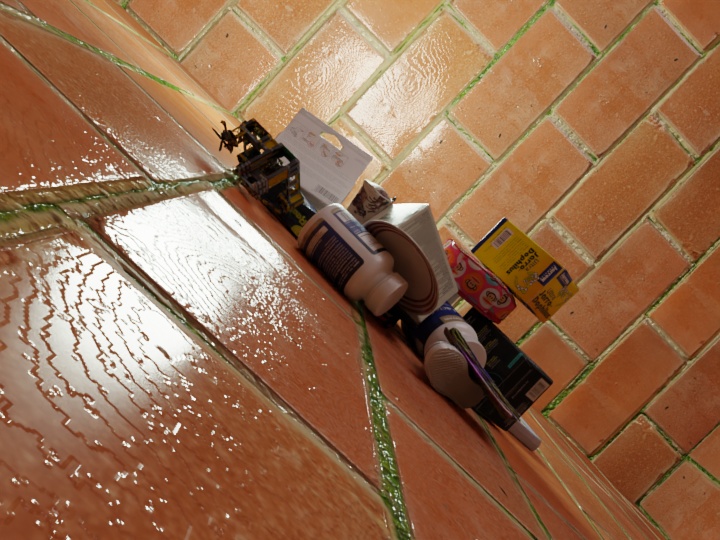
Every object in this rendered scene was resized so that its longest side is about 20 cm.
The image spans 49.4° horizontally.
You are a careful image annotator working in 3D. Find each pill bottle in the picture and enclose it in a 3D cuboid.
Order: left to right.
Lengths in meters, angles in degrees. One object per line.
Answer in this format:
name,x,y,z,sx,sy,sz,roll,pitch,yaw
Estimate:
pill bottle,-0.011,-0.016,1.404,0.200,0.111,0.111,46,5,17
pill bottle,0.166,0.136,1.570,0.116,0.116,0.200,42,5,-30

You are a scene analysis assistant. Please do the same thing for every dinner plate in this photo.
dinner plate,0.073,-0.007,1.426,0.200,0.024,0.200,38,-34,31

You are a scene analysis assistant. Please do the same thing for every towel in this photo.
towel,0.212,0.183,1.383,0.200,0.023,0.144,55,-1,10

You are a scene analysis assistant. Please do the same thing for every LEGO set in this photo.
LEGO set,-0.203,-0.183,1.470,0.200,0.116,0.154,49,-24,15

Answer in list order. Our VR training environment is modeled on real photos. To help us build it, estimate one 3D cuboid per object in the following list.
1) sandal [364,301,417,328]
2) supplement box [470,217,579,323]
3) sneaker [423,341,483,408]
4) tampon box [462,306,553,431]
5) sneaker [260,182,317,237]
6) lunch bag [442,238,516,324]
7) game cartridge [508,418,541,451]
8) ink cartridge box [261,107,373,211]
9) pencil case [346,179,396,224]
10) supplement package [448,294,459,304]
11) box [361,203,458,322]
sandal,0.037,0.076,1.497,0.200,0.045,0.075,27,-16,49
supplement box,0.350,-0.002,1.675,0.109,0.110,0.200,41,6,-47
sneaker,0.141,0.160,1.373,0.114,0.073,0.201,58,1,40
tampon box,0.271,0.206,1.649,0.126,0.150,0.200,39,6,-39
sneaker,-0.138,-0.127,1.571,0.200,0.074,0.082,54,5,19
lunch bag,0.242,0.017,1.686,0.200,0.082,0.176,43,9,-4
game cartridge,0.335,0.333,1.818,0.200,0.041,0.133,43,9,-23
ink cartridge box,-0.098,-0.237,1.716,0.200,0.176,0.045,35,-31,-1
pencil case,-0.009,-0.088,1.614,0.078,0.200,0.089,38,14,22
supplement package,0.109,0.011,1.742,0.109,0.114,0.200,16,32,-55
box,0.090,-0.017,1.543,0.109,0.128,0.200,6,-57,49
